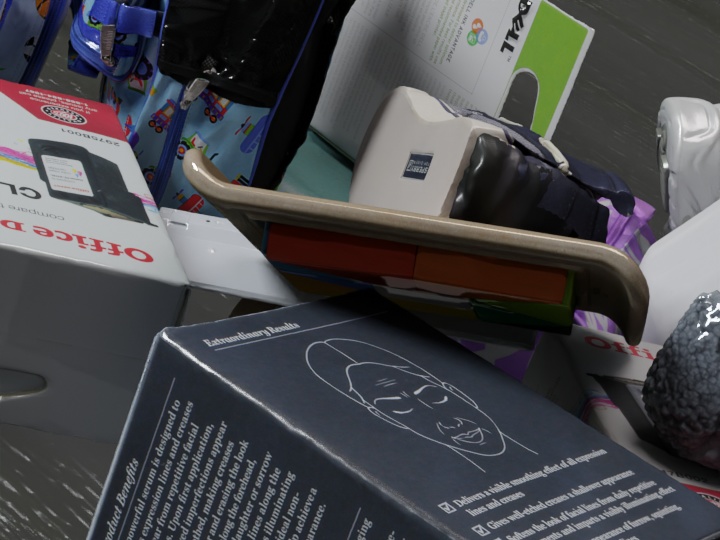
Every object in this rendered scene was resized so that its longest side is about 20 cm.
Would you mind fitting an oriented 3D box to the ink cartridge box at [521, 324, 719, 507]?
[{"bbox_3d":[0.156,0.114,1.089,0.147,0.086,0.200,14,23,-17],"label":"ink cartridge box"}]

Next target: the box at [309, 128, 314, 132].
[{"bbox_3d":[-0.039,-0.199,1.509,0.105,0.201,0.184,0,29,-43],"label":"box"}]

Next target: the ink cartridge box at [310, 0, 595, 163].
[{"bbox_3d":[0.061,-0.112,1.368,0.076,0.148,0.200,1,29,-45],"label":"ink cartridge box"}]

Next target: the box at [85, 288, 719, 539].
[{"bbox_3d":[0.019,0.105,0.946,0.200,0.107,0.148,33,24,28],"label":"box"}]

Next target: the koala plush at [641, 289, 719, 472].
[{"bbox_3d":[0.256,0.017,1.024,0.177,0.201,0.183,38,24,33],"label":"koala plush"}]

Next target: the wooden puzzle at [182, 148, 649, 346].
[{"bbox_3d":[0.027,-0.001,1.057,0.199,0.037,0.185,14,-5,7],"label":"wooden puzzle"}]

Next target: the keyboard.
[{"bbox_3d":[-0.012,0.004,1.157,0.199,0.011,0.056,10,38,6],"label":"keyboard"}]

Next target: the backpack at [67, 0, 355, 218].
[{"bbox_3d":[-0.087,-0.117,1.263,0.134,0.201,0.183,16,22,-13],"label":"backpack"}]

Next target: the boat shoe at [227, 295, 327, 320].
[{"bbox_3d":[0.000,0.000,1.230,0.064,0.072,0.200,22,26,18],"label":"boat shoe"}]

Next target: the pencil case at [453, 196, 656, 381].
[{"bbox_3d":[0.106,0.017,1.280,0.084,0.086,0.200,27,20,7],"label":"pencil case"}]

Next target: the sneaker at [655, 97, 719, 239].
[{"bbox_3d":[0.216,-0.016,1.334,0.099,0.200,0.078,-5,53,5],"label":"sneaker"}]

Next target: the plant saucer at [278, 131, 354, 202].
[{"bbox_3d":[0.010,-0.033,1.381,0.199,0.036,0.200,19,21,-8],"label":"plant saucer"}]

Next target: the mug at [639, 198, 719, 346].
[{"bbox_3d":[0.229,0.032,1.234,0.187,0.153,0.149,65,23,4],"label":"mug"}]

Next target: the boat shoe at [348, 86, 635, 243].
[{"bbox_3d":[0.060,-0.036,1.163,0.092,0.075,0.200,21,5,-16],"label":"boat shoe"}]

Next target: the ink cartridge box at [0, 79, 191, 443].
[{"bbox_3d":[-0.171,-0.016,1.099,0.145,0.083,0.200,12,22,-23],"label":"ink cartridge box"}]

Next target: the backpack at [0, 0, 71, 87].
[{"bbox_3d":[-0.230,-0.155,1.269,0.153,0.201,0.191,15,34,-12],"label":"backpack"}]
